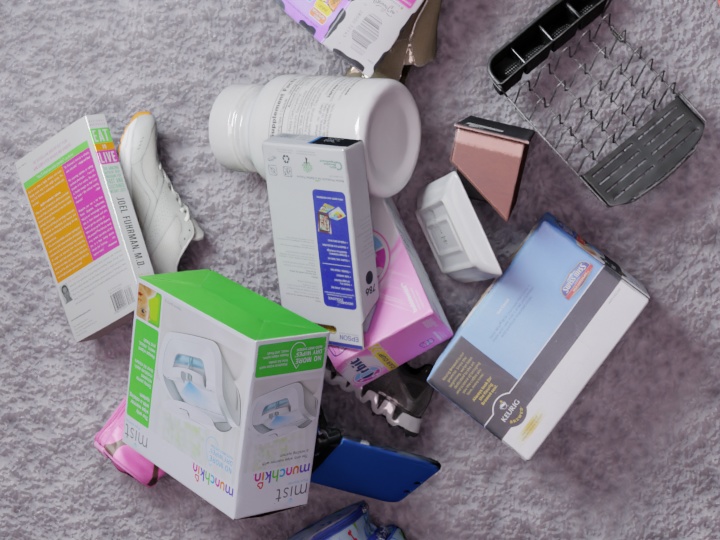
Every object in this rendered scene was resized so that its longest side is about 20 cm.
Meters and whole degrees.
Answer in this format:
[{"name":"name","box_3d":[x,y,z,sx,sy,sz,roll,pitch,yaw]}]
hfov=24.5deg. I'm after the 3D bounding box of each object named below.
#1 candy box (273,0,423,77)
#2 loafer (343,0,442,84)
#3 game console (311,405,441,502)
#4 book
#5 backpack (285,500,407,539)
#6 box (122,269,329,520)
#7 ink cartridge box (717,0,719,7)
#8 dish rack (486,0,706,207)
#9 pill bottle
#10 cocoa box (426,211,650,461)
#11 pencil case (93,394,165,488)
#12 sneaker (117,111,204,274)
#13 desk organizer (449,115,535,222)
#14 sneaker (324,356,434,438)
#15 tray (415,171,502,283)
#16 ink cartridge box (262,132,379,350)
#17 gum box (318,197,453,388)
[{"name":"candy box","box_3d":[0.012,-0.314,1.622,0.071,0.168,0.201,30,101,-34]},{"name":"loafer","box_3d":[0.053,-0.241,1.676,0.068,0.076,0.201,34,108,2]},{"name":"game console","box_3d":[-0.019,0.152,1.669,0.117,0.200,0.173,-15,76,-17]},{"name":"book","box_3d":[-0.277,-0.042,1.697,0.133,0.048,0.202,-26,79,47]},{"name":"backpack","box_3d":[-0.034,0.334,1.673,0.182,0.200,0.148,-33,90,10]},{"name":"box","box_3d":[-0.131,0.114,1.587,0.199,0.096,0.179,26,113,45]},{"name":"ink cartridge box","box_3d":[0.448,-0.238,1.629,0.160,0.050,0.202,-20,95,9]},{"name":"dish rack","box_3d":[0.237,-0.169,1.633,0.153,0.055,0.200,-39,77,-8]},{"name":"pill bottle","box_3d":[-0.049,-0.136,1.647,0.198,0.114,0.116,7,97,35]},{"name":"cocoa box","box_3d":[0.176,0.061,1.651,0.131,0.133,0.201,37,99,3]},{"name":"pencil case","box_3d":[-0.198,0.128,1.733,0.201,0.093,0.091,-55,48,7]},{"name":"sneaker","box_3d":[-0.208,-0.065,1.732,0.091,0.076,0.203,1,103,0]},{"name":"desk organizer","box_3d":[0.125,-0.102,1.611,0.071,0.200,0.078,13,99,6]},{"name":"sneaker","box_3d":[-0.004,0.084,1.716,0.199,0.066,0.091,33,95,1]},{"name":"tray","box_3d":[0.089,-0.036,1.623,0.022,0.200,0.108,-24,91,-8]},{"name":"ink cartridge box","box_3d":[-0.036,-0.028,1.585,0.098,0.039,0.203,8,113,32]},{"name":"gum box","box_3d":[0.000,0.000,1.664,0.113,0.066,0.201,-29,59,9]}]
